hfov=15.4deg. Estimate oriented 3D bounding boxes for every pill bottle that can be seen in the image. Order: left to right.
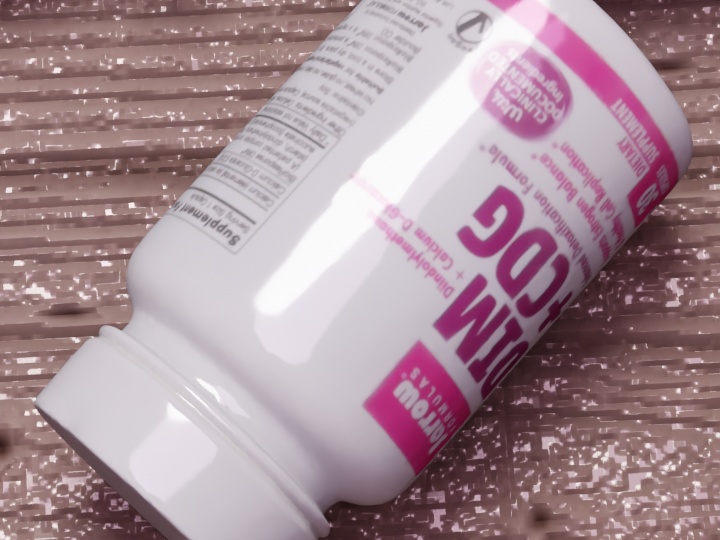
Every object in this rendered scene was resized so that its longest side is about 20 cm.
[{"bbox_3d":[0.000,0.000,0.827,0.113,0.113,0.200,40,81,9],"label":"pill bottle"}]
